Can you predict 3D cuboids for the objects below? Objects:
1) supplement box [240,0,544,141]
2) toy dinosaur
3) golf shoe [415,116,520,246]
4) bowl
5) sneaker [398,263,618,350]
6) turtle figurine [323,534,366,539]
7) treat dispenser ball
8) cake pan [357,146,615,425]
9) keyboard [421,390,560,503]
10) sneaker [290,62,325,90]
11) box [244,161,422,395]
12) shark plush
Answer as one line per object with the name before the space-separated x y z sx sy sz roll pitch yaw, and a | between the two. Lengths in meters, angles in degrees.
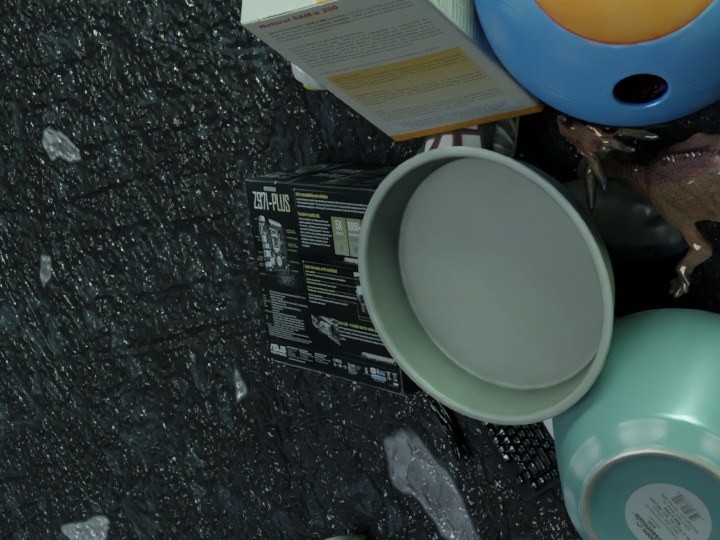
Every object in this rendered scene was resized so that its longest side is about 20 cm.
supplement box | 0.028 -0.167 0.991 0.125 0.200 0.074 -8 68 30
toy dinosaur | 0.218 -0.062 0.946 0.135 0.086 0.199 38 149 -29
golf shoe | 0.085 -0.101 1.088 0.088 0.077 0.201 -44 50 28
bowl | 0.216 0.137 1.005 0.200 0.105 0.202 11 123 17
sneaker | 0.120 0.036 1.102 0.199 0.087 0.075 24 128 6
turtle figurine | 0.006 0.354 1.377 0.144 0.199 0.195 111 147 -62
treat dispenser ball | 0.168 -0.191 0.912 0.200 0.200 0.202 18 118 40
cake pan | 0.089 0.007 1.010 0.199 0.037 0.201 16 119 31
keyboard | 0.093 0.103 1.232 0.127 0.021 0.201 -42 74 45
sneaker | -0.006 -0.233 1.176 0.084 0.074 0.201 22 129 32
box | 0.000 0.000 1.211 0.200 0.086 0.165 8 109 55
shark plush | 0.149 -0.011 1.102 0.083 0.091 0.200 41 133 -15
